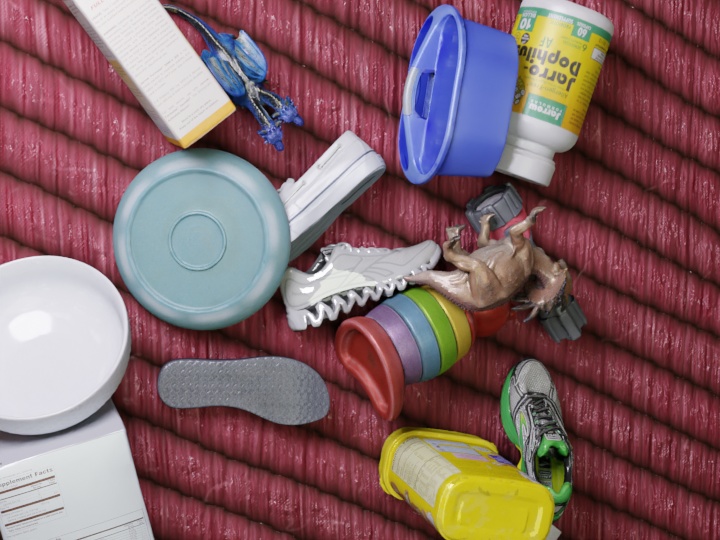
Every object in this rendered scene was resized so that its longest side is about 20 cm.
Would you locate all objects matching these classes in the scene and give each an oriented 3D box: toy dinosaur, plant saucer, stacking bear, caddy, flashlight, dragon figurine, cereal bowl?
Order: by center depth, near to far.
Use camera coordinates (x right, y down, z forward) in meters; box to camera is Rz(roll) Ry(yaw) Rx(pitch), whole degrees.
[{"bbox_3d":[-0.336,0.088,1.390,0.199,0.201,0.084,-17,146,-13],"label":"cereal bowl"},{"bbox_3d":[-0.136,-0.220,1.427,0.059,0.099,0.200,-39,107,-8],"label":"dragon figurine"},{"bbox_3d":[-0.176,-0.033,1.446,0.199,0.027,0.201,0,96,4],"label":"plant saucer"},{"bbox_3d":[0.097,-0.193,1.479,0.104,0.141,0.201,7,95,-20],"label":"caddy"},{"bbox_3d":[0.156,0.009,1.488,0.199,0.086,0.136,-20,102,-12],"label":"toy dinosaur"},{"bbox_3d":[0.087,0.066,1.533,0.199,0.122,0.114,-25,148,-23],"label":"stacking bear"},{"bbox_3d":[0.200,-0.008,1.581,0.200,0.068,0.068,56,47,-20],"label":"flashlight"}]

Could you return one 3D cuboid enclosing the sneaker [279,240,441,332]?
[{"bbox_3d":[0.000,0.000,1.519,0.199,0.075,0.081,-22,93,-14],"label":"sneaker"}]

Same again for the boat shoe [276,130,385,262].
[{"bbox_3d":[-0.063,-0.075,1.496,0.200,0.074,0.067,-41,77,-4],"label":"boat shoe"}]

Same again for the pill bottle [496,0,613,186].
[{"bbox_3d":[0.209,-0.205,1.525,0.112,0.113,0.201,18,93,-18],"label":"pill bottle"}]

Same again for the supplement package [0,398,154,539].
[{"bbox_3d":[-0.304,0.257,1.401,0.146,0.191,0.201,-16,103,-14],"label":"supplement package"}]

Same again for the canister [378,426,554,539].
[{"bbox_3d":[0.119,0.249,1.521,0.148,0.200,0.087,10,95,-17],"label":"canister"}]

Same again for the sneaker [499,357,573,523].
[{"bbox_3d":[0.221,0.195,1.575,0.078,0.085,0.201,-1,63,-15],"label":"sneaker"}]

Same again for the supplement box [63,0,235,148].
[{"bbox_3d":[-0.225,-0.231,1.386,0.073,0.126,0.200,-38,107,-7],"label":"supplement box"}]

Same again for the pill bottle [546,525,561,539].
[{"bbox_3d":[0.155,0.374,1.601,0.104,0.104,0.200,38,86,-18],"label":"pill bottle"}]

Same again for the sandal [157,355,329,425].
[{"bbox_3d":[-0.132,0.130,1.517,0.199,0.043,0.077,9,88,-8],"label":"sandal"}]
